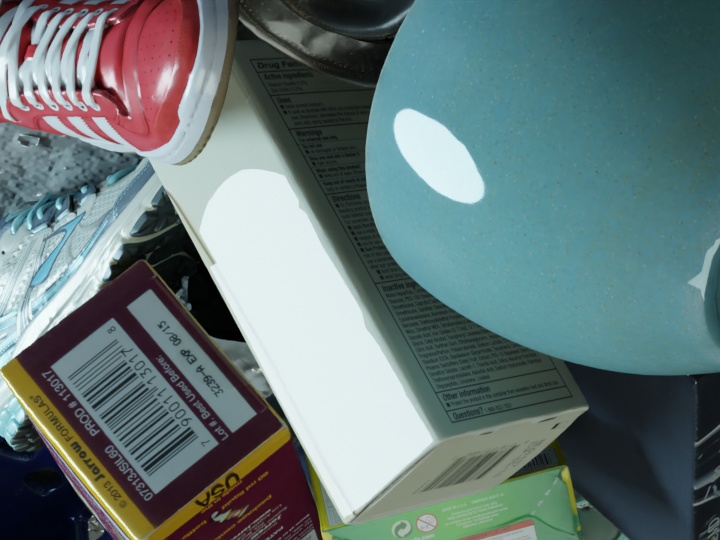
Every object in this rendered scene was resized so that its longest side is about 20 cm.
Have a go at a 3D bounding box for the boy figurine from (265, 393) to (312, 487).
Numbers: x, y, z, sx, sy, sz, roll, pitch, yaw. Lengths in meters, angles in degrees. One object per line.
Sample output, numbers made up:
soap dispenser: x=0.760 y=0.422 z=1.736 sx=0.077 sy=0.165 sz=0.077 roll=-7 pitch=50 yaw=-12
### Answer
boy figurine: x=0.024 y=0.117 z=1.294 sx=0.124 sy=0.200 sz=0.064 roll=-52 pitch=133 yaw=4

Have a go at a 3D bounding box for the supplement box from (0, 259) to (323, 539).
supplement box: x=-0.086 y=0.094 z=1.212 sx=0.086 sy=0.110 sz=0.200 roll=-38 pitch=159 yaw=-10

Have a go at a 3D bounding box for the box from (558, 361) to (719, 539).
box: x=0.181 y=0.019 z=1.184 sx=0.182 sy=0.104 sz=0.200 roll=-38 pitch=150 yaw=-17

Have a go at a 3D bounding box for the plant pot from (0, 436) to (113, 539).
plant pot: x=-0.217 y=0.175 z=1.369 sx=0.199 sy=0.201 sz=0.180 roll=16 pitch=147 yaw=-28

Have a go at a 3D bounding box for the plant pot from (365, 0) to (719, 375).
plant pot: x=0.121 y=-0.040 z=0.950 sx=0.200 sy=0.135 sz=0.201 roll=-20 pitch=130 yaw=-26

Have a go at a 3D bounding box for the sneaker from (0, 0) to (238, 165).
sneaker: x=-0.124 y=-0.089 z=1.046 sx=0.112 sy=0.071 sz=0.200 roll=15 pitch=173 yaw=-20

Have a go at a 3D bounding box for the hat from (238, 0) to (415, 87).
hat: x=0.017 y=-0.142 z=0.973 sx=0.200 sy=0.081 sz=0.201 roll=4 pitch=117 yaw=9

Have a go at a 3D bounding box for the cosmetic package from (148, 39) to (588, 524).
cosmetic package: x=0.000 y=0.000 z=1.103 sx=0.103 sy=0.200 sz=0.073 roll=-6 pitch=150 yaw=-47

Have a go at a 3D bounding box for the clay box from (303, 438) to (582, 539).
clay box: x=0.028 y=0.074 z=1.226 sx=0.115 sy=0.200 sz=0.048 roll=-15 pitch=117 yaw=0

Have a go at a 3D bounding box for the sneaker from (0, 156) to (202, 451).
sneaker: x=-0.133 y=-0.011 z=1.207 sx=0.200 sy=0.086 sz=0.078 roll=-53 pitch=159 yaw=22

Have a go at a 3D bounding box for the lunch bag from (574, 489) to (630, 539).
lunch bag: x=0.080 y=0.118 z=1.341 sx=0.200 sy=0.161 sz=0.077 roll=-28 pitch=139 yaw=32

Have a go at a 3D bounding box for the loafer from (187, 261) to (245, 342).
loafer: x=0.003 y=0.012 z=1.219 sx=0.200 sy=0.068 sz=0.070 roll=5 pitch=-176 yaw=44
